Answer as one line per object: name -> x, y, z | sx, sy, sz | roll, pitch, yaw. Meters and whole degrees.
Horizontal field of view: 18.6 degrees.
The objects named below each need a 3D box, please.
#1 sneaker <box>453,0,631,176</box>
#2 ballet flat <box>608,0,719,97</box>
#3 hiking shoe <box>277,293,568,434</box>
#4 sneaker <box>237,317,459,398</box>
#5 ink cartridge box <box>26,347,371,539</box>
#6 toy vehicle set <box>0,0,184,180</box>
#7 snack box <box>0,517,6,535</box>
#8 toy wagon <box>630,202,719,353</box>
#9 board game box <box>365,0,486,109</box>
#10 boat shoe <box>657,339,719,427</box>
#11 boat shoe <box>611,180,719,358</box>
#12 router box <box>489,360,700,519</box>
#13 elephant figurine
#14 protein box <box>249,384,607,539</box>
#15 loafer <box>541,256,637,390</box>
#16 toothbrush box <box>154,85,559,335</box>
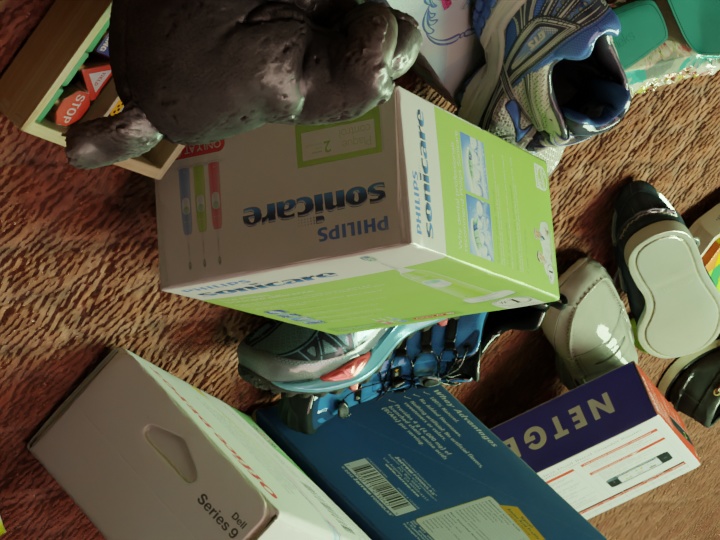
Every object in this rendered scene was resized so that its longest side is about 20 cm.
sneaker -> 0.106, -0.096, 1.230 | 0.077, 0.085, 0.200 | -40, 157, -17
ballet flat -> 0.182, -0.148, 1.415 | 0.200, 0.076, 0.064 | -15, 170, -43
hiking shoe -> 0.036, 0.045, 1.414 | 0.200, 0.087, 0.074 | -38, 153, -19
sneaker -> 0.000, 0.000, 1.336 | 0.200, 0.079, 0.096 | -32, 128, -29
ink cartridge box -> -0.085, 0.139, 1.289 | 0.088, 0.145, 0.200 | -47, 156, 0
toy vehicle set -> -0.078, -0.140, 1.042 | 0.200, 0.027, 0.124 | -53, 154, 10
snack box -> -0.279, 0.129, 1.059 | 0.200, 0.068, 0.169 | -38, 154, -23
toy wagon -> 0.287, 0.012, 1.818 | 0.155, 0.040, 0.200 | -34, 151, -27
board game box -> 0.082, -0.205, 1.183 | 0.200, 0.043, 0.199 | -48, 155, -2
boat shoe -> 0.356, 0.081, 2.002 | 0.201, 0.063, 0.074 | -29, 147, -37
boat shoe -> 0.228, 0.003, 1.673 | 0.075, 0.062, 0.200 | -23, 146, 9
router box -> 0.152, 0.154, 1.710 | 0.200, 0.049, 0.179 | -26, 156, 9
elephant figurine -> -0.054, -0.165, 0.924 | 0.155, 0.141, 0.201 | -58, 143, -55
protein box -> 0.025, 0.191, 1.472 | 0.200, 0.198, 0.135 | -8, 134, -54
loafer -> 0.182, 0.053, 1.674 | 0.070, 0.070, 0.200 | -44, 155, -8
toothbrush box -> 0.002, -0.026, 1.177 | 0.145, 0.086, 0.200 | -10, 169, 26
